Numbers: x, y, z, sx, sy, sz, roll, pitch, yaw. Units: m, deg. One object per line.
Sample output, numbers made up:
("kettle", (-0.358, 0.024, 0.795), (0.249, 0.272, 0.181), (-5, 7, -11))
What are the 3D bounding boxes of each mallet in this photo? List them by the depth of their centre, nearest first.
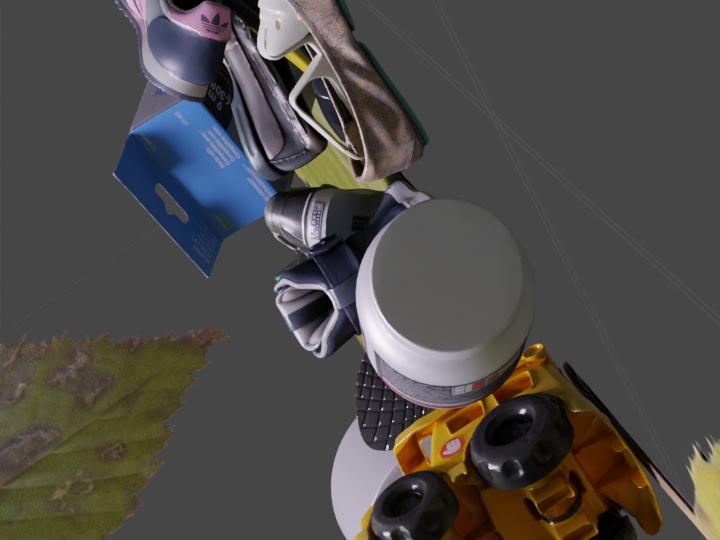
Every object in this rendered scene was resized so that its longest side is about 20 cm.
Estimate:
("mallet", (-0.059, -0.171, 1.437), (0.200, 0.041, 0.066), (45, 171, 26))

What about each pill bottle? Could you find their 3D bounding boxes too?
("pill bottle", (0.055, 0.021, 1.248), (0.116, 0.115, 0.200), (55, 176, 9))

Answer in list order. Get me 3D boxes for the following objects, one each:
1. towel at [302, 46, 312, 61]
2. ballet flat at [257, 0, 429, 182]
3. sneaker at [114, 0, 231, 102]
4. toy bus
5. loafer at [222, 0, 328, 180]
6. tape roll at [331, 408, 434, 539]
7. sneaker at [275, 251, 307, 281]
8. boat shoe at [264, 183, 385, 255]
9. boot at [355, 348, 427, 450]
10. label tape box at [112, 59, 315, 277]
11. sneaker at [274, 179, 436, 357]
("towel", (-0.044, -0.181, 1.535), (0.201, 0.018, 0.086), (58, 175, -9))
("ballet flat", (-0.026, -0.142, 1.277), (0.201, 0.067, 0.068), (58, 175, -17))
("sneaker", (-0.138, -0.212, 1.470), (0.070, 0.082, 0.201), (13, -147, -34))
("toy bus", (0.084, 0.145, 1.365), (0.136, 0.199, 0.192), (55, -176, -31))
("loafer", (-0.076, -0.175, 1.531), (0.072, 0.062, 0.202), (-12, -97, -62))
("tape roll", (0.083, 0.214, 1.798), (0.204, 0.202, 0.139), (58, 175, -20))
("sneaker", (-0.067, 0.033, 2.903), (0.078, 0.091, 0.200), (57, 176, -28))
("boat shoe", (-0.021, -0.042, 1.641), (0.063, 0.072, 0.200), (9, 176, 21))
("boot", (0.038, 0.072, 1.772), (0.131, 0.067, 0.202), (69, -156, -75))
("label tape box", (-0.112, -0.119, 1.593), (0.144, 0.063, 0.202), (49, -137, -41))
("sneaker", (-0.001, -0.001, 1.533), (0.077, 0.146, 0.202), (54, 177, -3))
